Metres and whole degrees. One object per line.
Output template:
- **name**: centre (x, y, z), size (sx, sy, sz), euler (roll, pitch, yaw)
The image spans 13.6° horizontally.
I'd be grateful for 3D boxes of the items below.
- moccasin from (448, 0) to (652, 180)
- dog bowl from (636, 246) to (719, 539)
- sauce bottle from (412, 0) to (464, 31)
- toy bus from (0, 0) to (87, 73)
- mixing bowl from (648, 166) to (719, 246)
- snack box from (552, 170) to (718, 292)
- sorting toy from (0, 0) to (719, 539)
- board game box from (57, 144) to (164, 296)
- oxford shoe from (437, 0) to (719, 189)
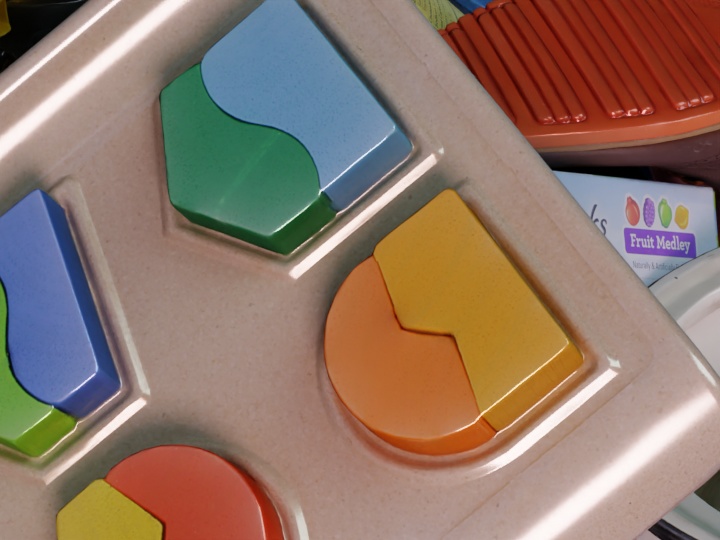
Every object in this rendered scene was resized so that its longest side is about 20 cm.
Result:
- **moccasin**: centre (0.050, -0.063, 1.092), size (0.200, 0.068, 0.081), euler (38, 24, -38)
- **dog bowl**: centre (0.164, 0.062, 0.861), size (0.199, 0.074, 0.201), euler (-5, 31, 3)
- **sauce bottle**: centre (-0.019, -0.081, 0.929), size (0.200, 0.064, 0.065), euler (34, 35, -51)
- **toy bus**: centre (-0.170, -0.128, 0.908), size (0.191, 0.136, 0.200), euler (14, 38, 10)
- **mixing bowl**: centre (0.164, -0.059, 1.091), size (0.200, 0.108, 0.201), euler (-20, 90, -78)
- **snack box**: centre (0.000, 0.000, 0.914), size (0.199, 0.142, 0.053), euler (3, 81, -51)
- **sorting toy**: centre (-0.034, 0.021, 0.757), size (0.200, 0.185, 0.036), euler (52, 3, 19)
- **board game box**: centre (-0.092, 0.042, 0.798), size (0.096, 0.199, 0.030), euler (63, 9, 19)
- **oxford shoe**: centre (0.101, -0.049, 0.951), size (0.199, 0.073, 0.071), euler (-8, 49, -19)
